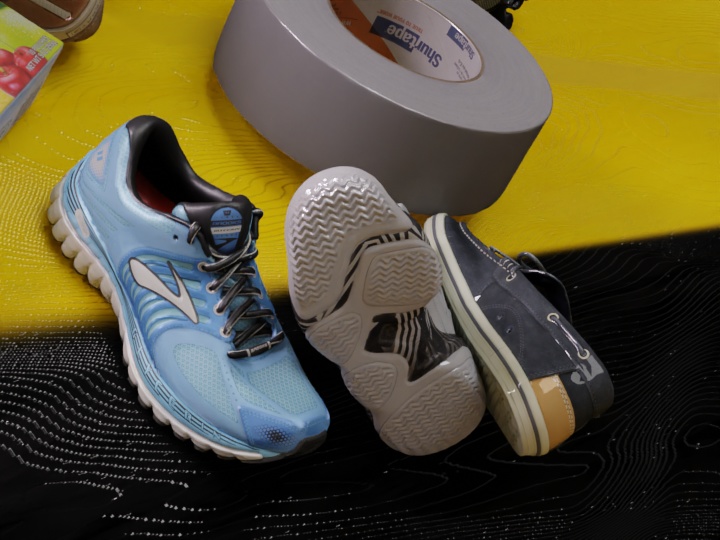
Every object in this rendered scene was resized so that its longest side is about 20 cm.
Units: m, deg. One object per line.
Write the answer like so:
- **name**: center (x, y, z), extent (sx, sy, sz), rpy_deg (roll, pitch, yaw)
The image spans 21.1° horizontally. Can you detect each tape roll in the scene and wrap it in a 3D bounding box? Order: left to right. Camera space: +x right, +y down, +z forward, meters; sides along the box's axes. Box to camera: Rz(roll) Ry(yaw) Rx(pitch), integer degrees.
- **tape roll**: center (0.014, -0.119, 1.167), extent (0.200, 0.066, 0.200), rpy_deg (22, 29, -13)

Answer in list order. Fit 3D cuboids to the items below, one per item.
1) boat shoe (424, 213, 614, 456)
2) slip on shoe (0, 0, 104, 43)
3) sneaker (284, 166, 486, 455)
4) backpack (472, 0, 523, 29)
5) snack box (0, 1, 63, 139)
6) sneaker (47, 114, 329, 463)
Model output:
- **boat shoe**: center (0.082, 0.028, 1.052), extent (0.062, 0.075, 0.200), rpy_deg (-21, 32, -5)
- **slip on shoe**: center (-0.228, -0.193, 1.081), extent (0.200, 0.076, 0.061), rpy_deg (31, -4, 4)
- **sneaker**: center (0.000, 0.000, 0.990), extent (0.200, 0.075, 0.115), rpy_deg (63, 1, -45)
- **backpack**: center (0.054, -0.280, 1.295), extent (0.200, 0.191, 0.154), rpy_deg (47, 38, 12)
- **snack box**: center (-0.252, -0.091, 0.952), extent (0.142, 0.053, 0.200), rpy_deg (32, 36, -5)
- **sneaker**: center (-0.080, 0.007, 0.957), extent (0.078, 0.090, 0.200), rpy_deg (-18, 65, -48)
